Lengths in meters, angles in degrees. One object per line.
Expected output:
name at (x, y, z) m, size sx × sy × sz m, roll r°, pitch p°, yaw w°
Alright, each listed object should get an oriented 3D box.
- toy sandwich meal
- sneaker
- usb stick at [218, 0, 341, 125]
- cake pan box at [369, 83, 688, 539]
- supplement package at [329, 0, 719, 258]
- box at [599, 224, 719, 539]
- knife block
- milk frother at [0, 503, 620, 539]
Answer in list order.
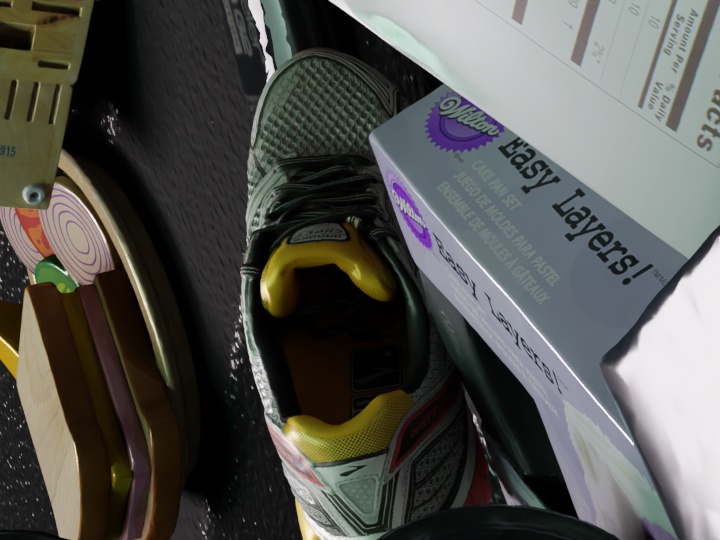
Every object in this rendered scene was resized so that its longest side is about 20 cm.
toy sandwich meal at (-0.137, 0.039, 1.367) m, size 0.205 × 0.070 × 0.205 m, roll 51°, pitch 151°, yaw 42°
sneaker at (0.000, 0.000, 0.925) m, size 0.082 × 0.078 × 0.200 m, roll 68°, pitch -172°, yaw -49°
usb stick at (-0.037, -0.121, 1.040) m, size 0.055 × 0.033 × 0.200 m, roll 5°, pitch 112°, yaw 60°
cake pan box at (0.085, 0.058, 0.804) m, size 0.200 × 0.052 × 0.184 m, roll 51°, pitch 166°, yaw 43°
supplement package at (0.045, -0.115, 0.638) m, size 0.200 × 0.114 × 0.110 m, roll 37°, pitch 140°, yaw 20°
box at (0.166, -0.001, 0.411) m, size 0.118 × 0.196 × 0.200 m, roll 65°, pitch 159°, yaw 16°
knife block at (-0.174, -0.114, 1.323) m, size 0.176 × 0.064 × 0.200 m, roll -112°, pitch 31°, yaw -54°
milk frother at (-0.017, 0.135, 0.807) m, size 0.200 × 0.181 × 0.188 m, roll 40°, pitch 167°, yaw 9°
